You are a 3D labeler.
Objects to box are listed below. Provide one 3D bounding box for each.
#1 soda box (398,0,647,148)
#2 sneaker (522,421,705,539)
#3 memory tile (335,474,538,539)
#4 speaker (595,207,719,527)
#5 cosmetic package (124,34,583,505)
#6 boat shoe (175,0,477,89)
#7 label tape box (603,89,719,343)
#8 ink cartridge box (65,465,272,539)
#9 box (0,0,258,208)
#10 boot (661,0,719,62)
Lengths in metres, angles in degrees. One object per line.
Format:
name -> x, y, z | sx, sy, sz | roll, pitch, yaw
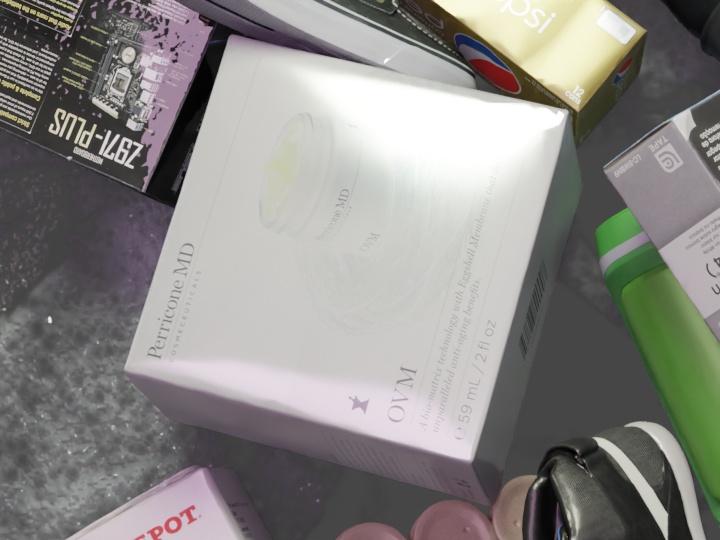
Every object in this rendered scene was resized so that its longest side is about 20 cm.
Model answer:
soda box -> 0.065, -0.160, 1.292 | 0.200, 0.068, 0.064 | 39, 80, 13
sneaker -> 0.145, 0.186, 1.222 | 0.073, 0.111, 0.201 | -40, 66, 49
memory tile -> 0.042, 0.206, 1.247 | 0.198, 0.017, 0.154 | -13, 75, -19
speaker -> 0.202, 0.054, 1.242 | 0.088, 0.088, 0.201 | -25, 81, 8
cosmetic package -> 0.000, 0.000, 1.251 | 0.198, 0.123, 0.201 | 13, 76, 13
boat shoe -> -0.014, -0.151, 1.257 | 0.199, 0.072, 0.071 | 25, 75, -25
label tape box -> 0.237, -0.007, 1.196 | 0.063, 0.144, 0.201 | -38, 85, 44
ink cartridge box -> -0.094, 0.231, 1.285 | 0.144, 0.084, 0.201 | -30, 80, 7
box -> -0.168, -0.151, 1.334 | 0.199, 0.086, 0.165 | 23, 89, 13
boot -> 0.202, -0.233, 1.246 | 0.168, 0.076, 0.201 | 44, 108, 25
